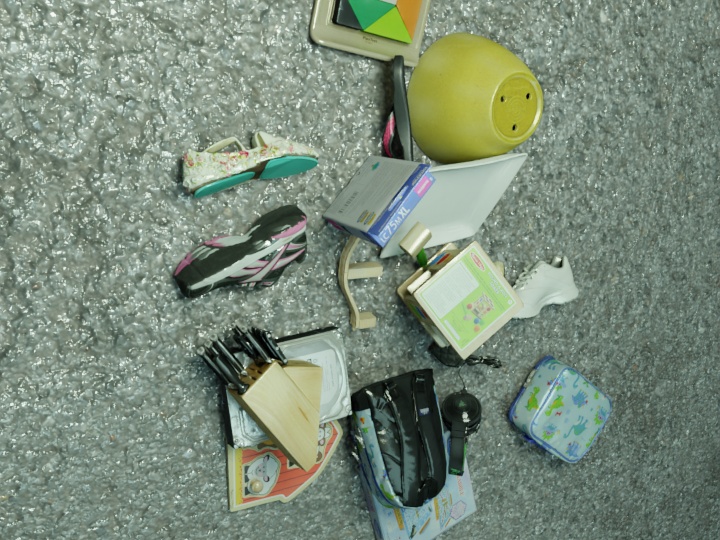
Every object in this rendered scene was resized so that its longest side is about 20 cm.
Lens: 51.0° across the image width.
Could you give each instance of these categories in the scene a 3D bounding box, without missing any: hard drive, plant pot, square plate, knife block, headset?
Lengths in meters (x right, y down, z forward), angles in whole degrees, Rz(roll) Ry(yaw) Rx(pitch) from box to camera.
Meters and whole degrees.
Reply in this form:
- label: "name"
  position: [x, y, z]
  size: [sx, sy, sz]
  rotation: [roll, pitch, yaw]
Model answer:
- label: "hard drive"
  position: [-0.111, 0.171, 1.127]
  size: [0.198, 0.038, 0.142]
  rotation: [-10, 97, -28]
- label: "plant pot"
  position: [0.188, -0.250, 1.131]
  size: [0.198, 0.142, 0.203]
  rotation: [-10, 110, -28]
- label: "square plate"
  position: [0.136, -0.104, 1.154]
  size: [0.196, 0.029, 0.201]
  rotation: [-14, 150, -30]
- label: "knife block"
  position: [-0.143, 0.177, 1.052]
  size: [0.173, 0.064, 0.203]
  rotation: [4, 91, -29]
- label: "headset"
  position: [0.184, 0.242, 1.265]
  size: [0.124, 0.093, 0.203]
  rotation: [64, 33, -71]

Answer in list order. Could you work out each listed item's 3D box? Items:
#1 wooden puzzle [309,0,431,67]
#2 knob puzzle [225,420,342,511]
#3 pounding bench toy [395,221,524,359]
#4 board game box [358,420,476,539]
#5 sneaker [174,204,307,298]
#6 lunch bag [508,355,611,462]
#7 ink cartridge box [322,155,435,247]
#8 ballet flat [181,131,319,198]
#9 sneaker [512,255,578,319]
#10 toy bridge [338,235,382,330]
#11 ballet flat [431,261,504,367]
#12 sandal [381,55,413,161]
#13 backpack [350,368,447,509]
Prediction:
- label: "wooden puzzle"
  position: [0.029, -0.400, 1.048]
  size: [0.183, 0.037, 0.203]
  rotation: [3, 103, -32]
- label: "knob puzzle"
  position: [-0.112, 0.278, 1.182]
  size: [0.217, 0.030, 0.223]
  rotation: [-10, 110, -29]
- label: "pounding bench toy"
  position: [0.125, 0.012, 1.176]
  size: [0.124, 0.156, 0.201]
  rotation: [-40, 98, -6]
- label: "board game box"
  position: [0.106, 0.392, 1.346]
  size: [0.198, 0.041, 0.202]
  rotation: [-24, 116, -23]
- label: "sneaker"
  position: [-0.152, -0.005, 1.041]
  size: [0.198, 0.080, 0.087]
  rotation: [-26, 128, -16]
- label: "lunch bag"
  position: [0.383, 0.272, 1.455]
  size: [0.199, 0.082, 0.162]
  rotation: [35, 85, -35]
- label: "ink cartridge box"
  position: [0.028, -0.098, 1.044]
  size: [0.042, 0.200, 0.120]
  rotation: [41, 84, -23]
- label: "ballet flat"
  position: [-0.147, -0.151, 1.005]
  size: [0.198, 0.076, 0.065]
  rotation: [-18, 81, -32]
- label: "sneaker"
  position: [0.304, 0.032, 1.348]
  size: [0.198, 0.074, 0.088]
  rotation: [-21, 104, -32]
- label: "toy bridge"
  position: [0.000, 0.000, 1.155]
  size: [0.066, 0.027, 0.203]
  rotation: [-5, 113, -29]
- label: "ballet flat"
  position: [0.189, 0.071, 1.285]
  size: [0.056, 0.066, 0.202]
  rotation: [29, 84, -2]
- label: "sandal"
  position: [0.051, -0.212, 1.108]
  size: [0.044, 0.075, 0.203]
  rotation: [-5, 116, 7]
- label: "backpack"
  position: [0.064, 0.281, 1.215]
  size: [0.162, 0.154, 0.202]
  rotation: [-12, 73, -39]
